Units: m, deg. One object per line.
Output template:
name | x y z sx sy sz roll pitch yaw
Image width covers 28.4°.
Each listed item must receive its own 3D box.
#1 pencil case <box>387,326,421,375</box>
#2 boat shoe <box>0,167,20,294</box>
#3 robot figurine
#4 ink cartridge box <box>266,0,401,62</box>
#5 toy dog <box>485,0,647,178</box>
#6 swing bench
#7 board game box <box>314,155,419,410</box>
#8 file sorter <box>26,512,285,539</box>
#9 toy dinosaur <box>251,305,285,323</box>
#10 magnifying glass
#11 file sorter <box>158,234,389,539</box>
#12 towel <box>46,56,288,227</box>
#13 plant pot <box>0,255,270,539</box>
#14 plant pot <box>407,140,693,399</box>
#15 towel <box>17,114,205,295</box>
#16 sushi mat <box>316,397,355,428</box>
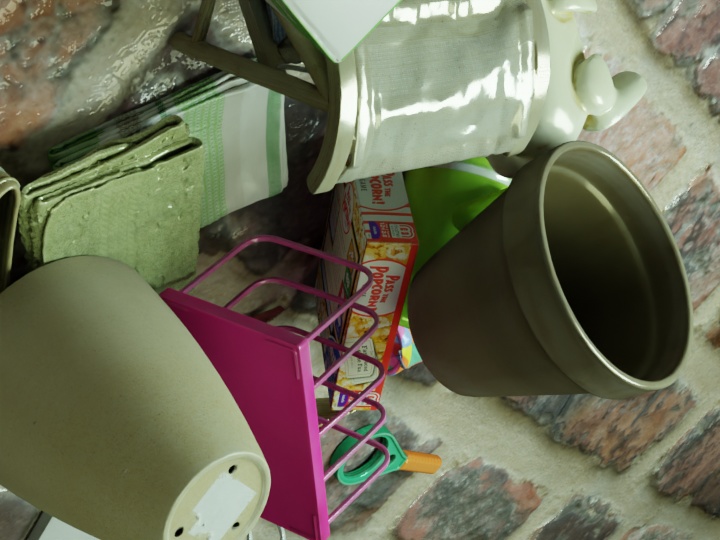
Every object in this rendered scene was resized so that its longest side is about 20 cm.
pencil case | 0.085 0.041 1.453 0.200 0.088 0.089 -21 142 -35
boat shoe | -0.276 0.012 1.004 0.073 0.063 0.201 -20 133 -50
robot figurine | 0.087 -0.040 1.289 0.115 0.175 0.201 19 79 -23
ink cartridge box | -0.036 -0.247 0.874 0.146 0.200 0.084 -46 146 2
toy dog | 0.112 -0.190 1.157 0.194 0.139 0.200 -46 120 -34
swing bench | 0.009 -0.171 1.010 0.199 0.200 0.130 -14 137 -39
board game box | 0.000 0.000 1.244 0.046 0.152 0.200 1 134 -12
file sorter | -0.194 0.263 1.353 0.200 0.125 0.139 6 122 -51
toy dinosaur | -0.175 0.070 1.234 0.182 0.105 0.200 54 50 -49
magnifying glass | 0.035 0.220 1.659 0.080 0.022 0.200 -53 148 13
file sorter | -0.060 0.090 1.163 0.125 0.139 0.201 -40 138 -41
towel | -0.143 -0.074 1.111 0.200 0.031 0.149 -29 144 -23
plant pot | -0.161 0.116 1.008 0.187 0.200 0.188 -29 135 -33
plant pot | 0.136 0.020 1.131 0.173 0.201 0.200 -23 164 38
towel | -0.186 -0.021 1.075 0.148 0.037 0.200 -25 146 -25
sushi mat | -0.061 0.147 1.360 0.095 0.012 0.200 -28 -176 -21
